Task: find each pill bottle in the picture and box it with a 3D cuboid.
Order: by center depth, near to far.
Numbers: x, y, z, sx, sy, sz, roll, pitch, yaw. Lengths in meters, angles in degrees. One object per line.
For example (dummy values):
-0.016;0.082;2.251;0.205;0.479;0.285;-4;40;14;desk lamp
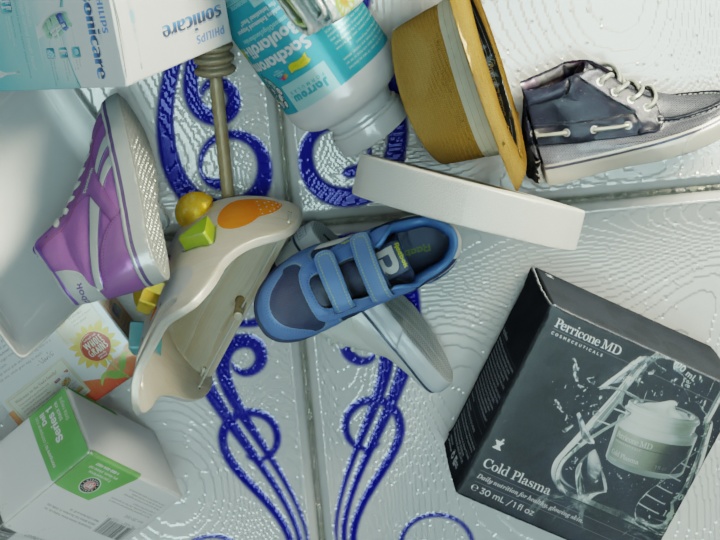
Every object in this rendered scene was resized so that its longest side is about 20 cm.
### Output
-0.042;-0.197;1.328;0.110;0.111;0.201;-34;105;9;pill bottle

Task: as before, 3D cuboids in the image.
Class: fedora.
0.078;-0.156;1.311;0.081;0.201;0.202;-17;108;12;fedora

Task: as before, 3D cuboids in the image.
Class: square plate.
-0.288;-0.060;1.352;0.200;0.028;0.199;-46;109;-33;square plate

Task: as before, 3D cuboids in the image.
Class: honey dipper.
-0.122;-0.122;1.389;0.037;0.038;0.202;-6;109;0;honey dipper

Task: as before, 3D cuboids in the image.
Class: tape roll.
0.091;-0.059;1.330;0.200;0.203;0.037;14;96;-6;tape roll

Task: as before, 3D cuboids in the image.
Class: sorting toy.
-0.150;0.036;1.347;0.106;0.180;0.201;28;115;-5;sorting toy

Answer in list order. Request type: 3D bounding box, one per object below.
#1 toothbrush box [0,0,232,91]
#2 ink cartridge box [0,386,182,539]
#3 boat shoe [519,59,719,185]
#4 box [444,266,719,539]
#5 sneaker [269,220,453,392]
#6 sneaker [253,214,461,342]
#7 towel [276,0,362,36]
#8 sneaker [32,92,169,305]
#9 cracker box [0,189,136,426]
-0.226;-0.203;1.259;0.198;0.146;0.086;4;112;32;toothbrush box
-0.288;0.217;1.430;0.199;0.085;0.146;-38;143;10;ink cartridge box
0.233;-0.145;1.372;0.198;0.075;0.094;-16;114;3;boat shoe
0.209;0.135;1.437;0.198;0.124;0.198;23;103;-9;box
0.001;0.044;1.434;0.071;0.073;0.200;-42;96;21;sneaker
0.000;0.000;1.350;0.198;0.082;0.075;-25;92;-15;sneaker
-0.031;-0.306;1.266;0.048;0.200;0.172;-15;114;45;towel
-0.232;-0.061;1.332;0.113;0.202;0.073;-19;141;10;sneaker
-0.302;0.037;1.420;0.133;0.058;0.201;-33;106;7;cracker box
